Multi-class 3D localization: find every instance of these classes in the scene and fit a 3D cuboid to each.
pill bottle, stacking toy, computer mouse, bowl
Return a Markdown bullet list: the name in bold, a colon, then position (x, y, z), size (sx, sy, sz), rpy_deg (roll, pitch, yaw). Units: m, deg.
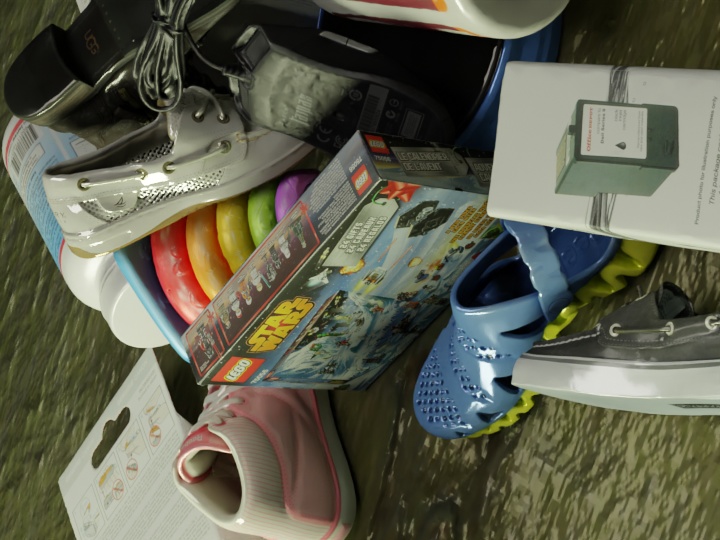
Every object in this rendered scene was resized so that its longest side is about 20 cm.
- **pill bottle**: position (0.027, -0.199, 1.151), size (0.200, 0.114, 0.115), rpy_deg (16, 97, 50)
- **stacking toy**: position (-0.045, -0.027, 1.253), size (0.199, 0.110, 0.116), rpy_deg (-20, 24, 33)
- **pill bottle**: position (-0.178, -0.041, 1.438), size (0.109, 0.108, 0.200), rpy_deg (-57, 46, 27)
- **computer mouse**: position (-0.031, -0.135, 1.159), size (0.046, 0.199, 0.141), rpy_deg (-68, -7, -46)
- **bowl**: position (0.042, -0.150, 1.245), size (0.200, 0.039, 0.202), rpy_deg (-11, 75, 49)

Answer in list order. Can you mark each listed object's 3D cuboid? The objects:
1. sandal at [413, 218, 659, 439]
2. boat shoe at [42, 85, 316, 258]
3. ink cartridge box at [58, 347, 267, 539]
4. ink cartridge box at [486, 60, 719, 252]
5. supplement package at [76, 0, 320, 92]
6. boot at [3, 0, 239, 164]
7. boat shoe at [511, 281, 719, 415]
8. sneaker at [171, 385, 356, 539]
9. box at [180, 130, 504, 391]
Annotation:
- **sandal**: position (0.081, 0.019, 1.136), size (0.200, 0.087, 0.080), rpy_deg (-57, 48, 30)
- **boat shoe**: position (-0.103, -0.081, 1.230), size (0.070, 0.199, 0.071), rpy_deg (65, 173, -27)
- **ink cartridge box**: position (-0.141, 0.180, 1.414), size (0.163, 0.057, 0.201), rpy_deg (-53, 39, 31)
- **ink cartridge box**: position (0.182, -0.051, 0.979), size (0.200, 0.145, 0.085), rpy_deg (11, 94, 51)
- **supplement package**: position (-0.123, -0.216, 1.388), size (0.120, 0.121, 0.201), rpy_deg (-47, 51, 34)
- **boot**: position (-0.117, -0.127, 1.285), size (0.199, 0.174, 0.070), rpy_deg (-30, 62, 20)
- **boat shoe**: position (0.164, 0.038, 1.048), size (0.199, 0.070, 0.067), rpy_deg (-4, 74, 49)
- **sneaker**: position (-0.079, 0.090, 1.303), size (0.075, 0.104, 0.201), rpy_deg (-49, 48, 36)
- **box**: position (0.000, 0.000, 1.195), size (0.200, 0.136, 0.040), rpy_deg (-47, 54, 34)
